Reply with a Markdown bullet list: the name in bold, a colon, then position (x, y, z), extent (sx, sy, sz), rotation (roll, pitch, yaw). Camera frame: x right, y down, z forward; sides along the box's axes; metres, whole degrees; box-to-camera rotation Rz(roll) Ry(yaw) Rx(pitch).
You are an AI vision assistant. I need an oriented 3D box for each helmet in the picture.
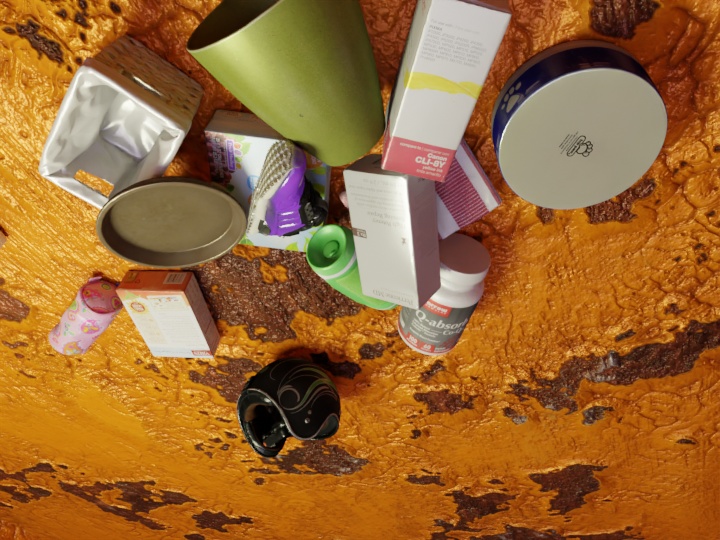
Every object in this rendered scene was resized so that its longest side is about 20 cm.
- **helmet**: position (-0.139, 0.281, 1.079), extent (0.200, 0.191, 0.200), rotation (10, 109, 32)

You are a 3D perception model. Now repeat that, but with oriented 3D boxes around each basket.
- **basket**: position (-0.313, -0.188, 0.690), extent (0.135, 0.123, 0.200), rotation (32, 130, -23)

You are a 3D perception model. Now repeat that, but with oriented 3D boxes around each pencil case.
- **pencil case**: position (-0.544, 0.093, 1.023), extent (0.087, 0.088, 0.200), rotation (33, 128, -23)

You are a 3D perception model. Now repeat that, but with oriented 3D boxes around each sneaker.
- **sneaker**: position (-0.085, -0.099, 0.678), extent (0.099, 0.070, 0.200), rotation (11, 159, -19)

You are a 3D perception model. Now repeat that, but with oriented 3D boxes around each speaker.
- **speaker**: position (0.000, 0.000, 0.823), extent (0.088, 0.089, 0.200), rotation (-20, 150, 24)

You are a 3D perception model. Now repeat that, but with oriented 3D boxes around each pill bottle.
- **pill bottle**: position (0.138, 0.041, 0.864), extent (0.116, 0.116, 0.200), rotation (10, 134, -3)

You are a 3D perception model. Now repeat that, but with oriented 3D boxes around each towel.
- **towel**: position (0.086, -0.106, 0.760), extent (0.200, 0.023, 0.144), rotation (-30, 105, 23)

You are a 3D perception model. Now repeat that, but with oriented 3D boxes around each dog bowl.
- **dog bowl**: position (0.272, -0.179, 0.660), extent (0.200, 0.079, 0.200), rotation (4, 135, 4)

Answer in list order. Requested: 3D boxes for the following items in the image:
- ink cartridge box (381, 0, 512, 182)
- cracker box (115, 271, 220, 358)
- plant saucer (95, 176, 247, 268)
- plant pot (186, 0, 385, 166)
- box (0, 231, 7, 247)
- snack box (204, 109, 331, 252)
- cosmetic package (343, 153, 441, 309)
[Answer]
- **ink cartridge box**: position (0.089, -0.227, 0.587), extent (0.083, 0.145, 0.200), rotation (12, 135, -5)
- **cracker box**: position (-0.370, 0.090, 1.013), extent (0.134, 0.058, 0.200), rotation (1, 133, 7)
- **plant saucer**: position (-0.263, -0.067, 0.729), extent (0.200, 0.030, 0.200), rotation (-13, 152, -7)
- **plant pot**: position (-0.056, -0.224, 0.587), extent (0.187, 0.187, 0.200), rotation (-19, 132, 24)
- **box**: position (-0.751, -0.065, 0.827), extent (0.200, 0.171, 0.199), rotation (-2, 134, 10)
- **snack box**: position (-0.131, -0.126, 0.767), extent (0.168, 0.068, 0.200), rotation (8, 136, -1)
- **cosmetic package**: position (0.047, -0.052, 0.706), extent (0.102, 0.074, 0.200), rotation (13, 126, 34)
